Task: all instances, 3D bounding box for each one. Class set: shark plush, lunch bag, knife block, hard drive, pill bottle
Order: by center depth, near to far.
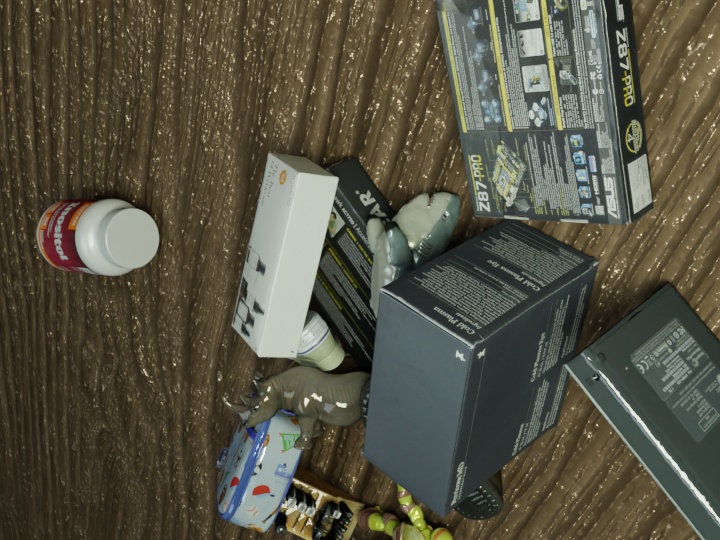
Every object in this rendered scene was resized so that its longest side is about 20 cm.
[{"bbox_3d":[0.264,0.118,0.698,0.200,0.139,0.033,53,140,12],"label":"hard drive"},{"bbox_3d":[0.056,0.025,0.880,0.091,0.083,0.201,163,107,-76],"label":"shark plush"},{"bbox_3d":[-0.129,0.234,1.164,0.200,0.075,0.161,-164,94,-77],"label":"lunch bag"},{"bbox_3d":[-0.086,0.298,1.170,0.200,0.175,0.064,21,82,40],"label":"knife block"},{"bbox_3d":[-0.386,-0.050,1.341,0.200,0.113,0.113,3,114,46],"label":"pill bottle"}]

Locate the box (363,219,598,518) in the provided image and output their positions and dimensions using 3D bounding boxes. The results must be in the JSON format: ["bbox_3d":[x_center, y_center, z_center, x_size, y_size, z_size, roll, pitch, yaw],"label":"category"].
[{"bbox_3d":[0.105,0.083,0.821,0.104,0.182,0.201,31,131,33],"label":"box"}]

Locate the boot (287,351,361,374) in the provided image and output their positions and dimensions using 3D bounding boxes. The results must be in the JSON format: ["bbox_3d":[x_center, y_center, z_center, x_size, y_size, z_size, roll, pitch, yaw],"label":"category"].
[{"bbox_3d":[-0.049,0.138,1.110,0.200,0.075,0.074,-16,101,52],"label":"boot"}]

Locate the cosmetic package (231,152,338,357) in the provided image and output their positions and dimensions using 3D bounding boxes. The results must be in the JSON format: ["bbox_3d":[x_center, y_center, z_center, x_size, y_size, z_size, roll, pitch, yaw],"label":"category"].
[{"bbox_3d":[-0.083,-0.016,0.957,0.083,0.051,0.201,35,116,52],"label":"cosmetic package"}]

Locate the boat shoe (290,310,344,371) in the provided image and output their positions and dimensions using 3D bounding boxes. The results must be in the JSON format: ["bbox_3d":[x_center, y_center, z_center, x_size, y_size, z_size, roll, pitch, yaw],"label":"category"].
[{"bbox_3d":[-0.075,0.082,1.075,0.062,0.072,0.200,53,170,-14],"label":"boat shoe"}]

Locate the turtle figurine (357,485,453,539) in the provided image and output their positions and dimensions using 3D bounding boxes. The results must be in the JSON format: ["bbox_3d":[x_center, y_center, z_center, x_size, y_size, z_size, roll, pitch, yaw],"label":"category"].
[{"bbox_3d":[0.066,0.339,1.105,0.161,0.064,0.200,-22,96,52],"label":"turtle figurine"}]

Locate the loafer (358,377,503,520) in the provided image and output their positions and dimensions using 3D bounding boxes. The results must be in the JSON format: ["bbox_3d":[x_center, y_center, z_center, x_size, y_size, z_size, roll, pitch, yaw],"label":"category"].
[{"bbox_3d":[0.077,0.179,0.964,0.073,0.071,0.200,-33,105,33],"label":"loafer"}]

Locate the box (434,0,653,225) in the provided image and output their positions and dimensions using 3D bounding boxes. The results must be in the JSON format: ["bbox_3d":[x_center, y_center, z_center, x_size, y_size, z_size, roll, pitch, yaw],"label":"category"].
[{"bbox_3d":[0.150,-0.140,0.748,0.161,0.049,0.201,5,115,45],"label":"box"}]

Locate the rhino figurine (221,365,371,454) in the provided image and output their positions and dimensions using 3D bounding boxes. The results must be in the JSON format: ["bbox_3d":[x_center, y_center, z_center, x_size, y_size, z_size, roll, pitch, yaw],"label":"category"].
[{"bbox_3d":[-0.051,0.147,0.993,0.060,0.199,0.088,-97,13,-74],"label":"rhino figurine"}]

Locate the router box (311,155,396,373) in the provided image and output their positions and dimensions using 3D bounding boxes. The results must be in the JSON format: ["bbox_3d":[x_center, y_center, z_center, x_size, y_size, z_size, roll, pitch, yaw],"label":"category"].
[{"bbox_3d":[0.000,0.000,0.991,0.200,0.051,0.149,55,139,8],"label":"router box"}]
